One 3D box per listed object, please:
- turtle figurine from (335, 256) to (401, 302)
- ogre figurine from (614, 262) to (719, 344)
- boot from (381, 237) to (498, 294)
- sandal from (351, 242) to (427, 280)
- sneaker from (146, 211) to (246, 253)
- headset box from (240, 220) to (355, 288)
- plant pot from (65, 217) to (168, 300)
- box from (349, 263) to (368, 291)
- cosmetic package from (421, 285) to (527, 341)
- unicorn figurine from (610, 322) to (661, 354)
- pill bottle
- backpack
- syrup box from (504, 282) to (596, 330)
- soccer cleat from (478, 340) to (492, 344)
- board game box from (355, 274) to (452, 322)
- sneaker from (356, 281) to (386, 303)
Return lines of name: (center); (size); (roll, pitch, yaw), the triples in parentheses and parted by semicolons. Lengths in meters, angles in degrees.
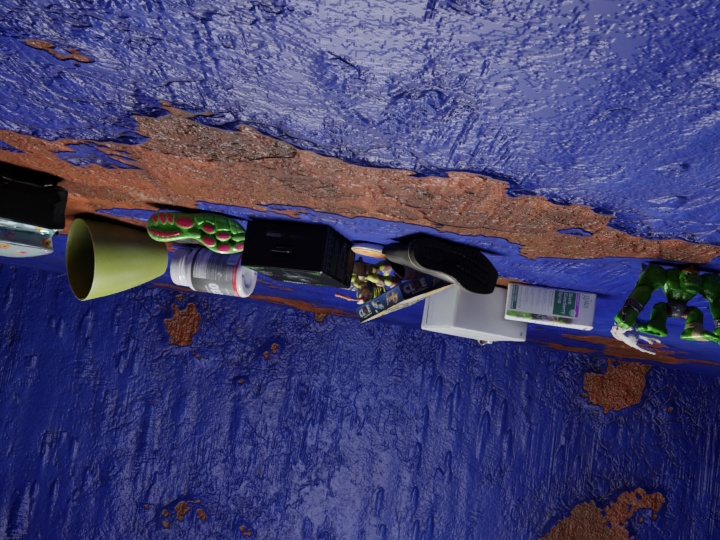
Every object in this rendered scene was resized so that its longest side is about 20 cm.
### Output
turtle figurine: (0.000, 0.000, 1.701); (0.160, 0.065, 0.200); (3, -152, -30)
ogre figurine: (0.537, 0.054, 1.326); (0.198, 0.121, 0.098); (4, 167, 21)
boot: (0.151, -0.015, 1.492); (0.199, 0.078, 0.138); (26, 170, -26)
sandal: (0.076, -0.010, 1.609); (0.205, 0.060, 0.079); (10, 172, -13)
sneaker: (-0.315, -0.083, 1.542); (0.198, 0.077, 0.084); (12, -170, -1)
headset box: (-0.121, -0.032, 1.556); (0.172, 0.094, 0.200); (6, 171, 16)
plant pot: (-0.567, -0.029, 1.853); (0.199, 0.189, 0.186); (-3, -178, -40)
box: (-0.071, 0.007, 1.939); (0.156, 0.050, 0.200); (10, 172, -5)
cosmetic package: (0.285, 0.102, 1.954); (0.198, 0.124, 0.200); (11, 173, -17)
unicorn figurine: (0.735, 0.172, 2.112); (0.136, 0.074, 0.200); (19, 179, 8)
pill bottle: (-0.374, 0.001, 2.000); (0.198, 0.115, 0.114); (7, 172, 15)
backpack: (-0.641, -0.102, 1.439); (0.175, 0.155, 0.199); (7, -179, -33)
syrup box: (0.436, 0.083, 1.806); (0.198, 0.080, 0.081); (7, 172, 10)
soccer cleat: (0.447, 0.237, 2.924); (0.069, 0.078, 0.200); (10, 172, -12)
board game box: (0.090, 0.051, 1.594); (0.135, 0.035, 0.200); (-17, 172, -29)
sneaker: (0.031, 0.051, 2.119); (0.084, 0.075, 0.200); (3, -179, -1)
